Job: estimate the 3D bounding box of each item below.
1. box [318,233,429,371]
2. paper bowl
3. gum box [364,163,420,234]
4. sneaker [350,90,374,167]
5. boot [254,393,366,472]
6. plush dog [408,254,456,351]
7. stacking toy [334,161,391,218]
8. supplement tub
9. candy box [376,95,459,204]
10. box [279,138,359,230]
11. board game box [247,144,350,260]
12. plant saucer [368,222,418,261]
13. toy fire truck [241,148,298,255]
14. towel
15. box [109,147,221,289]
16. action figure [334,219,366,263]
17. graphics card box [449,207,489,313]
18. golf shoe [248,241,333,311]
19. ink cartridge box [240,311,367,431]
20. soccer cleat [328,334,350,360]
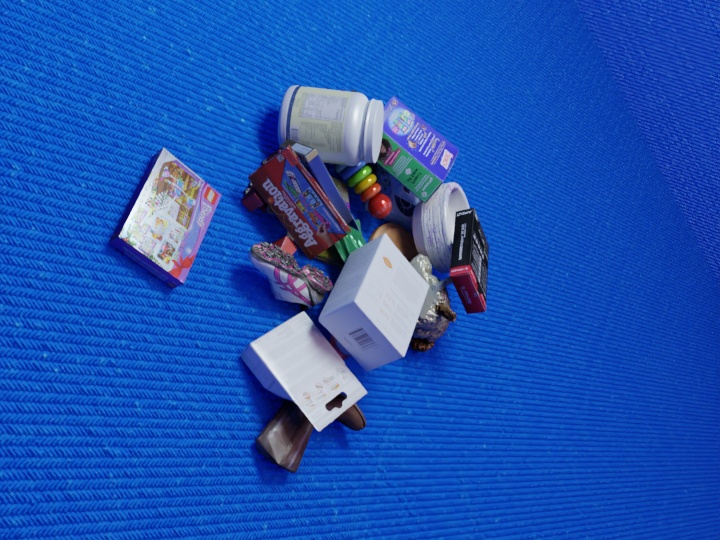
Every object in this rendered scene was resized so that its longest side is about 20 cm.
[{"bbox_3d":[0.030,0.061,1.450,0.153,0.105,0.202,47,41,-20],"label":"box"},{"bbox_3d":[0.187,-0.096,1.728,0.200,0.102,0.207,24,63,-61],"label":"paper bowl"},{"bbox_3d":[0.092,-0.193,1.789,0.197,0.044,0.175,22,60,-42],"label":"gum box"},{"bbox_3d":[-0.023,-0.316,1.703,0.089,0.076,0.205,-6,70,-42],"label":"sneaker"},{"bbox_3d":[-0.089,0.303,1.374,0.185,0.064,0.202,40,44,-13],"label":"boot"},{"bbox_3d":[0.156,0.090,1.664,0.204,0.157,0.172,-66,157,-10],"label":"plush dog"},{"bbox_3d":[0.001,-0.203,1.641,0.202,0.085,0.085,55,42,-3],"label":"stacking toy"},{"bbox_3d":[-0.058,-0.293,1.522,0.145,0.194,0.150,8,90,-81],"label":"supplement tub"},{"bbox_3d":[0.110,-0.271,1.661,0.198,0.077,0.170,38,38,-4],"label":"candy box"},{"bbox_3d":[-0.080,-0.160,1.475,0.032,0.120,0.202,-40,123,-14],"label":"box"},{"bbox_3d":[-0.115,-0.126,1.417,0.201,0.102,0.020,53,20,-18],"label":"board game box"},{"bbox_3d":[0.093,-0.013,1.729,0.198,0.032,0.206,22,59,-42],"label":"plant saucer"},{"bbox_3d":[-0.162,-0.128,1.480,0.141,0.048,0.203,47,45,-25],"label":"toy fire truck"},{"bbox_3d":[-0.075,-0.111,1.590,0.142,0.022,0.206,17,62,-42],"label":"towel"},{"bbox_3d":[-0.331,-0.091,1.285,0.136,0.039,0.204,39,49,-30],"label":"box"},{"bbox_3d":[0.000,0.000,1.568,0.117,0.054,0.204,-22,87,-51],"label":"action figure"},{"bbox_3d":[0.241,-0.023,1.639,0.203,0.050,0.127,-77,148,-41],"label":"graphics card box"},{"bbox_3d":[-0.142,0.020,1.408,0.198,0.092,0.073,32,17,-40],"label":"golf shoe"},{"bbox_3d":[-0.101,0.189,1.370,0.201,0.050,0.160,51,40,9],"label":"ink cartridge box"},{"bbox_3d":[-0.025,0.121,1.529,0.068,0.073,0.201,44,28,-8],"label":"soccer cleat"}]
